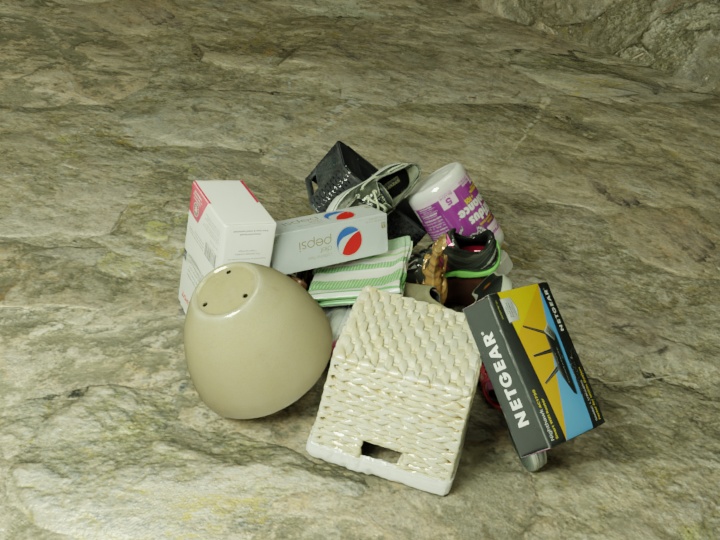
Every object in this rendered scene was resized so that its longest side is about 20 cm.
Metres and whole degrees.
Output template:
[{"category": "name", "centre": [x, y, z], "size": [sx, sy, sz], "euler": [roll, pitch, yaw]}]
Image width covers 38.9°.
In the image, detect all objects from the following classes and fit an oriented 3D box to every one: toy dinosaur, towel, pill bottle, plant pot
[{"category": "toy dinosaur", "centre": [0.112, 0.043, 1.538], "size": [0.059, 0.203, 0.106], "euler": [-10, 17, -3]}, {"category": "towel", "centre": [0.000, 0.000, 1.531], "size": [0.150, 0.024, 0.201], "euler": [-7, 24, 9]}, {"category": "pill bottle", "centre": [0.173, -0.071, 1.719], "size": [0.111, 0.201, 0.112], "euler": [-32, 13, 8]}, {"category": "plant pot", "centre": [-0.148, 0.068, 1.313], "size": [0.197, 0.135, 0.202], "euler": [-12, 44, 12]}]

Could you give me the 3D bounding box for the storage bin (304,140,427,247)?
[{"category": "storage bin", "centre": [0.010, -0.114, 1.758], "size": [0.199, 0.094, 0.136], "euler": [37, 19, -24]}]

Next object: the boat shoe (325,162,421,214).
[{"category": "boat shoe", "centre": [0.020, -0.115, 1.630], "size": [0.200, 0.071, 0.063], "euler": [-43, 17, -29]}]

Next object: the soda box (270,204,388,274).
[{"category": "soda box", "centre": [-0.058, -0.046, 1.524], "size": [0.197, 0.065, 0.068], "euler": [-13, 21, -27]}]

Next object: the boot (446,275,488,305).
[{"category": "boot", "centre": [0.112, 0.054, 1.616], "size": [0.186, 0.069, 0.200], "euler": [20, 32, 9]}]

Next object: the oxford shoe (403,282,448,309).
[{"category": "oxford shoe", "centre": [0.083, 0.051, 1.500], "size": [0.074, 0.071, 0.200], "euler": [-31, 27, -2]}]

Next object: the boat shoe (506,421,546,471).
[{"category": "boat shoe", "centre": [0.226, 0.168, 1.372], "size": [0.064, 0.075, 0.205], "euler": [-6, 58, -1]}]

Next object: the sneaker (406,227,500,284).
[{"category": "sneaker", "centre": [0.126, -0.026, 1.617], "size": [0.197, 0.085, 0.077], "euler": [-13, 38, -11]}]

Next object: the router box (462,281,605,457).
[{"category": "router box", "centre": [0.224, 0.123, 1.311], "size": [0.148, 0.051, 0.203], "euler": [-10, 74, -49]}]

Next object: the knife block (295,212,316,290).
[{"category": "knife block", "centre": [-0.047, -0.021, 1.699], "size": [0.174, 0.065, 0.199], "euler": [28, 33, 27]}]

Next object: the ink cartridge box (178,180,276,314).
[{"category": "ink cartridge box", "centre": [-0.197, -0.010, 1.486], "size": [0.083, 0.203, 0.145], "euler": [-3, 31, -28]}]

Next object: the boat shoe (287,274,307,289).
[{"category": "boat shoe", "centre": [-0.139, 0.012, 1.568], "size": [0.072, 0.068, 0.200], "euler": [37, 0, -37]}]

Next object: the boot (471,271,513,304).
[{"category": "boot", "centre": [0.238, 0.079, 1.535], "size": [0.144, 0.072, 0.200], "euler": [47, 9, -1]}]

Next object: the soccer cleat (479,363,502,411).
[{"category": "soccer cleat", "centre": [0.195, 0.150, 1.478], "size": [0.075, 0.068, 0.200], "euler": [-13, 39, -28]}]

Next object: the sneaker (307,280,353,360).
[{"category": "sneaker", "centre": [-0.048, 0.072, 1.527], "size": [0.087, 0.083, 0.201], "euler": [6, 23, 1]}]

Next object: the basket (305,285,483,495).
[{"category": "basket", "centre": [0.053, 0.151, 1.326], "size": [0.195, 0.163, 0.201], "euler": [15, 31, 7]}]
